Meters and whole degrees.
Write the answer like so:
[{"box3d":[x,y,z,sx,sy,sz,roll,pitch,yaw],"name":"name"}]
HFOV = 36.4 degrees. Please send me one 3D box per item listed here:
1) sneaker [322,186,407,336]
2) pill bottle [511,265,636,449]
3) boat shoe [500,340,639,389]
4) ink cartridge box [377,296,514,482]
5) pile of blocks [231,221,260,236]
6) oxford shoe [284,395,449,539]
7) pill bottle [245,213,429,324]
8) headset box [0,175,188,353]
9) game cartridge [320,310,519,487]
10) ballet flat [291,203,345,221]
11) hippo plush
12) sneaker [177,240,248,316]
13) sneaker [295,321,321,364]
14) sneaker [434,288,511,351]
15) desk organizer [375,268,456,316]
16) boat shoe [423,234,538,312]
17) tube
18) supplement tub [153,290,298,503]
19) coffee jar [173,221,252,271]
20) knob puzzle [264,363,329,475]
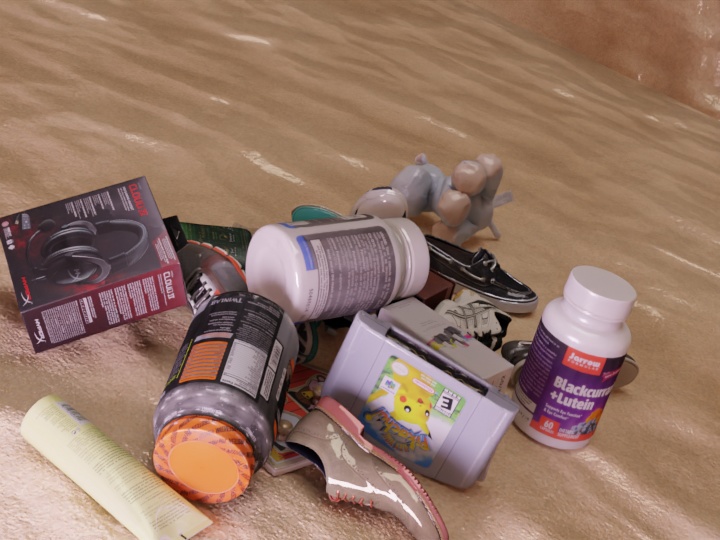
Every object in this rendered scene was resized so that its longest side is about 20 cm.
[{"box3d":[0.000,0.000,1.383,0.079,0.200,0.131,28,31,-21],"name":"sneaker"},{"box3d":[0.259,0.102,1.317,0.109,0.203,0.112,13,25,-6],"name":"pill bottle"},{"box3d":[0.278,0.118,1.453,0.196,0.068,0.057,3,38,-21],"name":"boat shoe"},{"box3d":[0.098,0.134,1.255,0.199,0.117,0.067,35,31,31],"name":"ink cartridge box"},{"box3d":[-0.119,-0.014,1.470,0.082,0.063,0.198,35,-15,-37],"name":"pile of blocks"},{"box3d":[0.005,0.219,1.110,0.074,0.071,0.199,-38,60,-23],"name":"oxford shoe"},{"box3d":[-0.023,-0.005,1.261,0.197,0.116,0.114,-8,34,-37],"name":"pill bottle"},{"box3d":[-0.294,-0.013,1.238,0.197,0.078,0.150,-18,52,-14],"name":"headset box"},{"box3d":[0.057,0.145,1.179,0.198,0.135,0.041,30,34,7],"name":"game cartridge"},{"box3d":[-0.013,-0.041,1.621,0.197,0.069,0.062,22,-2,3],"name":"ballet flat"},{"box3d":[0.139,-0.138,1.773,0.160,0.162,0.199,31,29,27],"name":"hippo plush"},{"box3d":[-0.166,0.030,1.264,0.199,0.078,0.082,35,14,19],"name":"sneaker"},{"box3d":[-0.081,0.053,1.350,0.079,0.079,0.200,18,17,-24],"name":"sneaker"},{"box3d":[0.142,0.080,1.436,0.087,0.077,0.200,25,27,17],"name":"sneaker"},{"box3d":[0.025,0.011,1.509,0.198,0.073,0.077,31,31,27],"name":"desk organizer"},{"box3d":[0.175,0.001,1.624,0.197,0.069,0.072,22,26,10],"name":"boat shoe"},{"box3d":[-0.233,0.192,1.020,0.198,0.052,0.058,33,68,20],"name":"tube"},{"box3d":[-0.135,0.125,1.099,0.120,0.124,0.201,16,37,-2],"name":"supplement tub"},{"box3d":[-0.235,-0.014,1.379,0.196,0.086,0.105,9,34,-17],"name":"coffee jar"},{"box3d":[-0.073,0.142,1.231,0.215,0.031,0.221,14,25,-6],"name":"knob puzzle"}]
